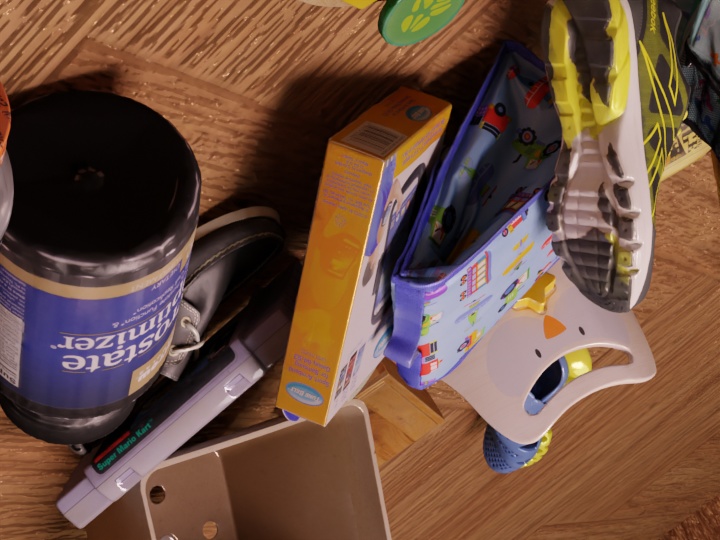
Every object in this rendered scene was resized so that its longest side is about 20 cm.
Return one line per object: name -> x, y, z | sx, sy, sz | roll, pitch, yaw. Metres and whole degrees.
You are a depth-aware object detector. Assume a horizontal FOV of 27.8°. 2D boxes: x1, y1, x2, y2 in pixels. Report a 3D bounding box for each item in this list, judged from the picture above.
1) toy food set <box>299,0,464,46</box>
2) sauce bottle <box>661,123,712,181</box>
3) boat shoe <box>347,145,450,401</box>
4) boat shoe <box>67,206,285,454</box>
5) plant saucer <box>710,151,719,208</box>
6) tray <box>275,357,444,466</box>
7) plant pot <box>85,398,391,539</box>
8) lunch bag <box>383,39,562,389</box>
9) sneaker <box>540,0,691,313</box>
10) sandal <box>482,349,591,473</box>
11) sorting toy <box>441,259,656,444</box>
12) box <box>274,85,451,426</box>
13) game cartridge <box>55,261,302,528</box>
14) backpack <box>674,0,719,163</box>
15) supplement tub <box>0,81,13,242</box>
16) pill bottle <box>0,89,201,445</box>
toy food set -> 0.039, -0.195, 0.695 | 0.200, 0.049, 0.197 | -43, 155, 21
sauce bottle -> 0.235, -0.110, 1.087 | 0.199, 0.066, 0.066 | -31, 158, -26
boat shoe -> 0.010, -0.003, 1.010 | 0.201, 0.062, 0.075 | -63, 167, 25
boat shoe -> -0.120, 0.037, 0.921 | 0.199, 0.068, 0.072 | -39, 154, 10
plant saucer -> 0.352, -0.117, 1.089 | 0.200, 0.048, 0.201 | -48, -164, 30
tray -> 0.005, 0.130, 1.296 | 0.098, 0.037, 0.200 | -35, 156, 5
plant pot -> -0.106, 0.216, 1.105 | 0.198, 0.203, 0.176 | -14, -174, -37
lunch bag -> 0.078, -0.017, 0.935 | 0.201, 0.093, 0.151 | -55, 164, -22
sneaker -> 0.160, -0.074, 0.851 | 0.084, 0.074, 0.203 | -18, 113, -33
sandal -> 0.155, 0.134, 1.453 | 0.086, 0.080, 0.201 | -15, 143, -28
sorting toy -> 0.122, 0.030, 1.068 | 0.198, 0.181, 0.107 | -26, 156, -17
box -> 0.000, 0.000, 0.887 | 0.119, 0.041, 0.202 | -45, 149, -59
game cartridge -> -0.114, 0.079, 0.968 | 0.200, 0.038, 0.130 | -41, -175, 11
backpack -> 0.276, -0.173, 0.909 | 0.177, 0.151, 0.200 | -35, 166, -10
supplement tub -> -0.224, -0.008, 0.630 | 0.122, 0.123, 0.201 | -12, 149, -39
pill bottle -> -0.149, 0.008, 0.769 | 0.111, 0.112, 0.201 | -21, 153, -26
